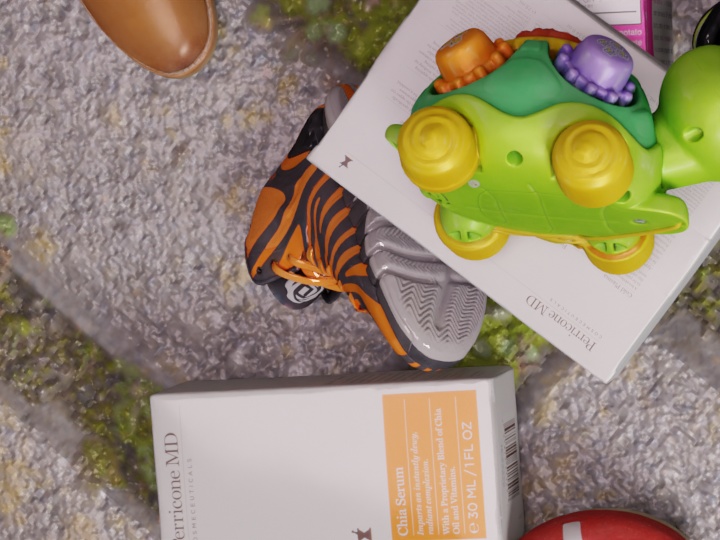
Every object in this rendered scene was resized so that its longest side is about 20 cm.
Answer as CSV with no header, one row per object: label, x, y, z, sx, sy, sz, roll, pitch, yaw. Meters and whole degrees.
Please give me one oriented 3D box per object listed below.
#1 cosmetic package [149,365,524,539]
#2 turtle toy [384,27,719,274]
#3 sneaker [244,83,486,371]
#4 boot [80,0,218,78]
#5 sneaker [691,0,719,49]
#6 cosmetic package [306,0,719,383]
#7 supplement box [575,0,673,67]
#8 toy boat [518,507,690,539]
cosmetic package,-0.012,0.111,1.619,0.200,0.071,0.102,-4,93,14
turtle toy,0.110,-0.066,1.400,0.200,0.146,0.101,5,73,13
sneaker,0.000,0.000,1.582,0.112,0.078,0.200,-50,39,31
boot,-0.164,-0.193,1.593,0.074,0.155,0.200,-36,85,13
sneaker,0.262,-0.157,1.530,0.200,0.083,0.072,-38,85,13
cosmetic package,0.096,-0.060,1.489,0.200,0.052,0.151,38,99,8
supplement box,0.119,-0.098,1.559,0.103,0.101,0.200,0,93,14
toy boat,0.138,0.232,1.560,0.130,0.131,0.200,-13,91,14
